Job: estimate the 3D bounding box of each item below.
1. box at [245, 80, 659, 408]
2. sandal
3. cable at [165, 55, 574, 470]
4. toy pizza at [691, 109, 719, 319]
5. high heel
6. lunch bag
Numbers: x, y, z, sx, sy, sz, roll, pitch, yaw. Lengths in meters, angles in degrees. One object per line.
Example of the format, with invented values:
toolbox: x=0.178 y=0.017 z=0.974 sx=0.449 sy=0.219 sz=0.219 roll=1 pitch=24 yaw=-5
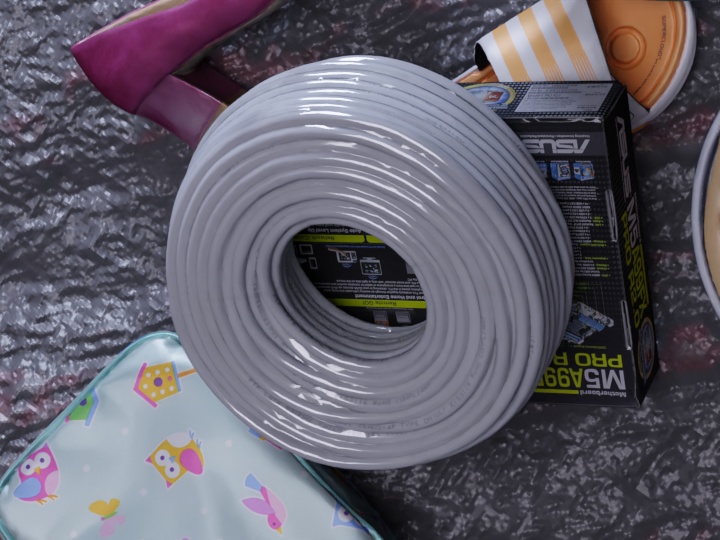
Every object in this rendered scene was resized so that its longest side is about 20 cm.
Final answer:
box: x=0.040 y=-0.013 z=1.055 sx=0.199 sy=0.044 sz=0.161 roll=1 pitch=119 yaw=23
sandal: x=0.075 y=-0.079 z=1.059 sx=0.206 sy=0.059 sz=0.079 roll=-33 pitch=82 yaw=20
cable: x=0.000 y=0.000 z=1.008 sx=0.200 sy=0.069 sz=0.200 roll=-11 pitch=114 yaw=28
toy pizza: x=0.254 y=-0.026 z=1.006 sx=0.200 sy=0.032 sz=0.201 roll=2 pitch=94 yaw=22
high heel: x=-0.075 y=-0.163 z=1.112 sx=0.096 sy=0.067 sz=0.200 roll=35 pitch=119 yaw=5
lunch bag: x=-0.089 y=0.142 z=1.115 sx=0.200 sy=0.077 sz=0.160 roll=44 pitch=91 yaw=14
